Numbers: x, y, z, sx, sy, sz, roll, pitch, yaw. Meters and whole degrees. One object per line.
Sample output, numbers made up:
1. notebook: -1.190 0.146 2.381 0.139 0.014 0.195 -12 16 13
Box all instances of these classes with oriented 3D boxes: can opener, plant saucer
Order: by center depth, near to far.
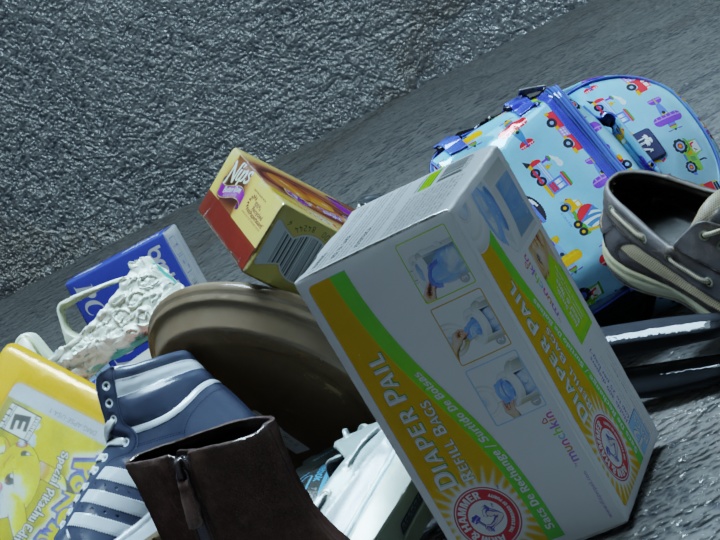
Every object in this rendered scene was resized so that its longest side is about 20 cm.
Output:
1. can opener: 0.146 0.060 1.212 0.200 0.063 0.079 -20 17 42
2. plant saucer: -0.050 0.079 1.279 0.200 0.200 0.030 -19 40 46

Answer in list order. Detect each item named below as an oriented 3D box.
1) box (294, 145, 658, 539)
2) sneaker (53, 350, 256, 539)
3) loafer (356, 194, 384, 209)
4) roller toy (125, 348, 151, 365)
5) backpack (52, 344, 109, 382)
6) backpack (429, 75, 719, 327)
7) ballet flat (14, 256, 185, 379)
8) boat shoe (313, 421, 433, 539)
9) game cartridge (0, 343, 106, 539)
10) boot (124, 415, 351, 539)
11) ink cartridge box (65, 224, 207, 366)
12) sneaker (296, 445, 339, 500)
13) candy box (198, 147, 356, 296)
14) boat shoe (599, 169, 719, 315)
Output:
1. box: 0.069 0.051 1.080 0.101 0.200 0.113 -25 13 26
2. sneaker: -0.157 0.136 1.229 0.200 0.109 0.070 -39 -21 -3
3. loafer: -0.013 0.042 1.402 0.070 0.201 0.068 7 -7 8
4. roller toy: -0.151 0.140 1.431 0.200 0.140 0.182 -35 1 -3
5. backpack: -0.236 0.143 1.659 0.200 0.154 0.190 -27 0 31
6. backpack: 0.167 -0.050 1.348 0.200 0.183 0.135 -28 -22 -7
7. ballet flat: -0.213 0.058 1.438 0.200 0.072 0.072 -36 9 9
8. boat shoe: 0.010 0.120 1.159 0.071 0.070 0.201 9 43 25
9. game cartridge: -0.203 0.160 1.300 0.200 0.032 0.176 23 76 31
10. boot: -0.077 0.165 1.020 0.200 0.167 0.072 -22 12 37
11. ink cartridge box: -0.144 0.074 1.551 0.094 0.200 0.044 -27 7 13
12. sneaker: -0.045 0.166 1.199 0.200 0.073 0.082 -37 14 -32
13. candy box: 0.000 0.000 1.289 0.057 0.200 0.117 -59 27 10
14. boat shoe: 0.220 -0.012 1.175 0.200 0.073 0.075 17 56 42
